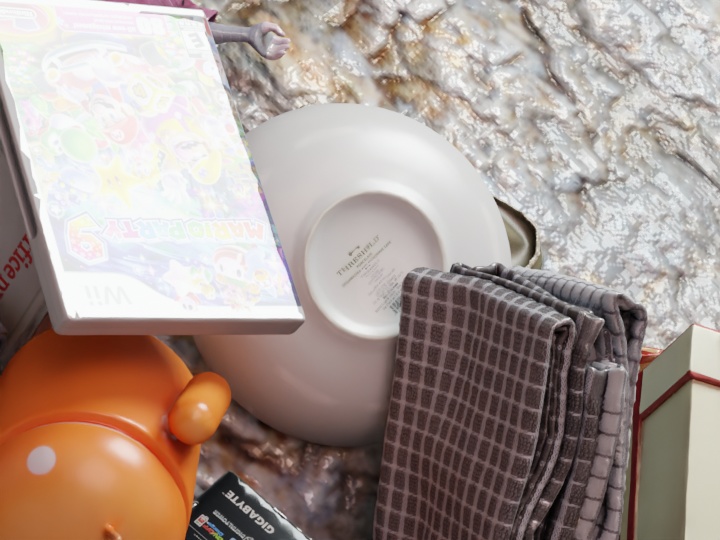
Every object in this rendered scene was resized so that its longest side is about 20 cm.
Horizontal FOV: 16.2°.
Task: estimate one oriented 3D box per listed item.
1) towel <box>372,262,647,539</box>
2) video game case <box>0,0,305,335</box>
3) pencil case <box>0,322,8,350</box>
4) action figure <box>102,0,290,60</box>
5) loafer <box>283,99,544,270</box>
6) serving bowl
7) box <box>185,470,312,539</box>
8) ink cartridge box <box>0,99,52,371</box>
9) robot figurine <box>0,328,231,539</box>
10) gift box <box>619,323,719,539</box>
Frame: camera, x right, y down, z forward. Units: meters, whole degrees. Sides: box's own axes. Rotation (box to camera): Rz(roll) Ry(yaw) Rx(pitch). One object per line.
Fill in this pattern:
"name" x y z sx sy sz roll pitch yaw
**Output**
"towel" 0.076 0.098 1.366 0.085 0.165 0.201 5 97 -23
"video game case" -0.118 -0.056 1.318 0.143 0.018 0.201 1 58 -36
"pencil case" -0.279 -0.007 1.356 0.200 0.083 0.091 46 36 4
"action figure" -0.136 -0.152 1.516 0.148 0.134 0.200 -7 38 21
"loafer" 0.026 -0.041 1.524 0.199 0.070 0.075 22 56 -13
"serving bowl" 0.000 0.000 1.448 0.199 0.066 0.201 1 85 -17
"box" -0.052 0.221 1.333 0.200 0.046 0.159 39 53 14
"ink cartridge box" -0.205 -0.066 1.383 0.085 0.146 0.200 -31 79 -38
"robot figurine" -0.141 0.102 1.312 0.143 0.117 0.200 3 30 0
"gift box" 0.226 0.139 1.400 0.184 0.200 0.188 20 55 -19
